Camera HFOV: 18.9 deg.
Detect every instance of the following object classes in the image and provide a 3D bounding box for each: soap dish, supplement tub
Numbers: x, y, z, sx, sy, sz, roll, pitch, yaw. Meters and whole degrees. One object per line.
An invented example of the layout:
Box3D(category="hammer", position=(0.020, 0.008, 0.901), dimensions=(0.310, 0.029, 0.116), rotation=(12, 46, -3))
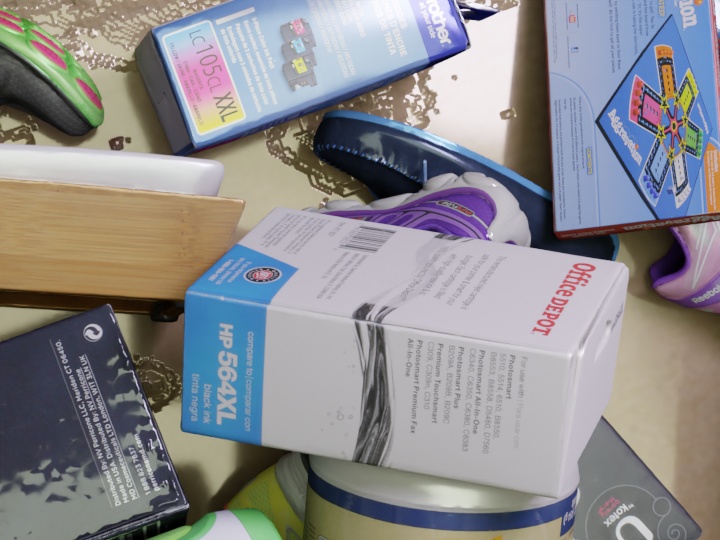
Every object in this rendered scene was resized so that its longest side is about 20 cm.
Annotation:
Box3D(category="soap dish", position=(-0.154, -0.018, 1.195), dimensions=(0.157, 0.200, 0.081), rotation=(4, 85, -10))
Box3D(category="supplement tub", position=(0.038, 0.181, 1.156), dimensions=(0.144, 0.144, 0.200), rotation=(2, 102, -9))

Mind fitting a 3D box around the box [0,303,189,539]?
Box3D(category="box", position=(-0.207, 0.118, 1.178), dimensions=(0.198, 0.200, 0.123), rotation=(-21, 81, -10))

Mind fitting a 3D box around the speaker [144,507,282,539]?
Box3D(category="speaker", position=(-0.133, 0.189, 1.107), dimensions=(0.200, 0.088, 0.089), rotation=(-18, 92, -19))

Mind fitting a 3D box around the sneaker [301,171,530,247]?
Box3D(category="sneaker", position=(0.000, 0.000, 1.239), dimensions=(0.081, 0.200, 0.083), rotation=(59, 38, -11))

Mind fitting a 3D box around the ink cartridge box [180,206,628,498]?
Box3D(category="ink cartridge box", position=(0.025, 0.039, 1.111), dimensions=(0.200, 0.146, 0.084), rotation=(10, 111, 15))

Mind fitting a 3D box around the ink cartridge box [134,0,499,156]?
Box3D(category="ink cartridge box", position=(-0.023, -0.134, 1.252), dimensions=(0.200, 0.136, 0.076), rotation=(-22, 94, -9))

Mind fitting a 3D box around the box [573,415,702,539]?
Box3D(category="box", position=(0.084, 0.117, 1.281), dimensions=(0.122, 0.106, 0.200), rotation=(-42, 96, -6))

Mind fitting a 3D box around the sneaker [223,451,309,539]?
Box3D(category="sneaker", position=(-0.010, 0.194, 1.289), dimensions=(0.090, 0.078, 0.200), rotation=(-27, 103, 21))

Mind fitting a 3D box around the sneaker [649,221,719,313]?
Box3D(category="sneaker", position=(0.218, -0.059, 1.307), dimensions=(0.088, 0.080, 0.200), rotation=(6, 110, 5))

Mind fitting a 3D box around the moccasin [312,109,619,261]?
Box3D(category="moccasin", position=(0.061, -0.032, 1.292), dimensions=(0.200, 0.080, 0.068), rotation=(24, 81, -7))

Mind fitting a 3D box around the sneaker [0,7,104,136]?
Box3D(category="sneaker", position=(-0.244, -0.119, 1.257), dimensions=(0.200, 0.077, 0.084), rotation=(21, 103, -5))

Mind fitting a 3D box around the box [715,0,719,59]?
Box3D(category="box", position=(0.248, -0.222, 1.348), dimensions=(0.136, 0.038, 0.200), rotation=(-23, 93, -8))

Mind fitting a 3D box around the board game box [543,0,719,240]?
Box3D(category="board game box", position=(0.162, -0.120, 1.287), dimensions=(0.103, 0.019, 0.200), rotation=(-7, 71, 19))
